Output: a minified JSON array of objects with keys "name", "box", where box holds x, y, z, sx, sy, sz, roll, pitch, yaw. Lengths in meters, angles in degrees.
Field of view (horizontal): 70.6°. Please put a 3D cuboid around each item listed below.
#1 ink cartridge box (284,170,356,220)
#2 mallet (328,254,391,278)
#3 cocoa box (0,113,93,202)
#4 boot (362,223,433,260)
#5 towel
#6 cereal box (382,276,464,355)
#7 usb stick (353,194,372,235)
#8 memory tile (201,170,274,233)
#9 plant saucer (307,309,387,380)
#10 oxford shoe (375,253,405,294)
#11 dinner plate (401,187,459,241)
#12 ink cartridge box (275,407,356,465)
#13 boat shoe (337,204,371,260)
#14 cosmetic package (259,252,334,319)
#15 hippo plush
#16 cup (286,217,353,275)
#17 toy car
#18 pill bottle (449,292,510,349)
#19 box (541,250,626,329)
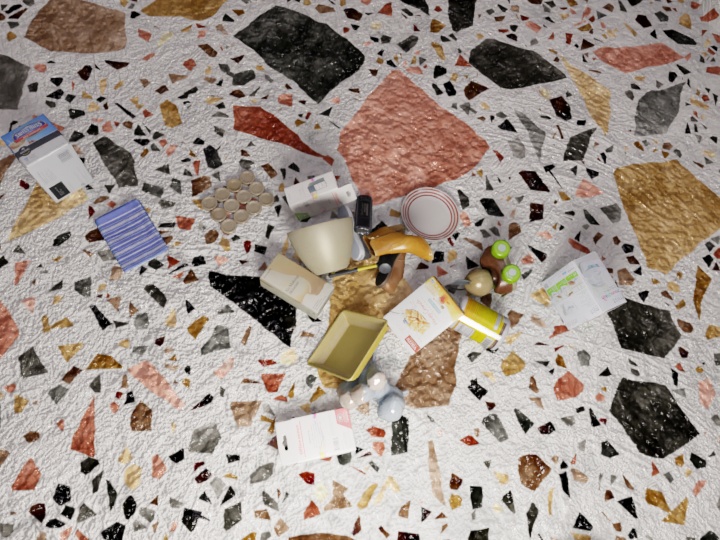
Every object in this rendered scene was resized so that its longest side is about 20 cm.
[{"name":"ink cartridge box","box":[-0.121,-0.236,1.577,0.200,0.117,0.067,-19,70,3]},{"name":"mallet","box":[0.000,0.000,1.540,0.200,0.041,0.066,-17,32,4]},{"name":"cocoa box","box":[-0.900,-0.321,1.474,0.133,0.200,0.131,-40,78,-20]},{"name":"boot","box":[0.108,-0.067,1.522,0.144,0.071,0.201,-23,43,-23]},{"name":"towel","box":[-0.685,-0.108,1.520,0.145,0.024,0.200,-32,77,-17]},{"name":"cereal box","box":[0.185,0.133,1.496,0.200,0.040,0.144,-42,77,14]},{"name":"usb stick","box":[0.010,-0.177,1.601,0.055,0.033,0.200,6,39,-2]},{"name":"memory tile","box":[-0.388,-0.219,1.612,0.200,0.017,0.153,-40,79,-19]},{"name":"plant saucer","box":[-0.029,0.215,1.433,0.048,0.200,0.200,49,64,-33]},{"name":"oxford shoe","box":[0.112,-0.015,1.593,0.071,0.071,0.200,39,62,-26]},{"name":"dinner plate","box":[0.231,-0.185,1.688,0.200,0.024,0.201,3,70,-8]},{"name":"ink cartridge box","box":[-0.123,0.447,1.368,0.200,0.068,0.117,-8,70,-13]},{"name":"boat shoe","box":[-0.013,-0.119,1.606,0.066,0.070,0.200,1,54,-38]},{"name":"cosmetic package","box":[-0.188,0.046,1.510,0.200,0.071,0.105,30,68,3]},{"name":"hippo plush","box":[0.038,0.346,1.408,0.159,0.200,0.161,-38,104,8]},{"name":"cup","box":[-0.104,-0.067,1.518,0.200,0.200,0.143,-16,94,-14]},{"name":"toy car","box":[0.366,0.015,1.569,0.200,0.164,0.158,-18,72,-2]},{"name":"pill bottle","box":[0.338,0.148,1.530,0.200,0.109,0.109,29,68,3]},{"name":"box","box":[0.677,0.067,1.564,0.097,0.200,0.177,-21,73,-16]}]
